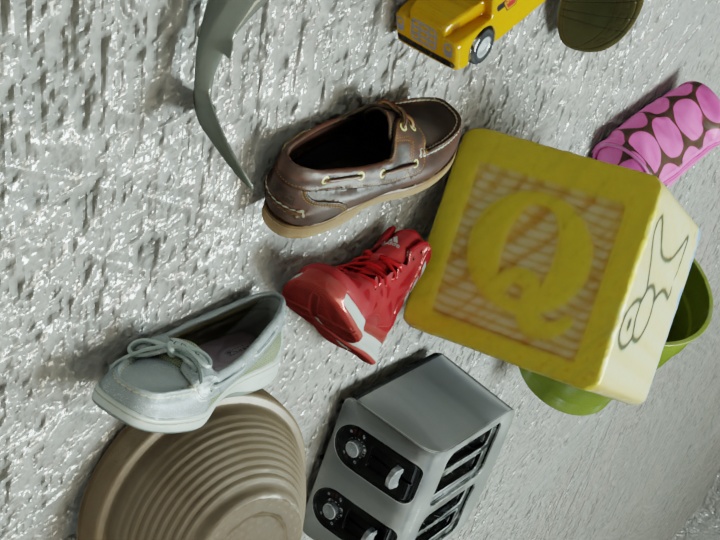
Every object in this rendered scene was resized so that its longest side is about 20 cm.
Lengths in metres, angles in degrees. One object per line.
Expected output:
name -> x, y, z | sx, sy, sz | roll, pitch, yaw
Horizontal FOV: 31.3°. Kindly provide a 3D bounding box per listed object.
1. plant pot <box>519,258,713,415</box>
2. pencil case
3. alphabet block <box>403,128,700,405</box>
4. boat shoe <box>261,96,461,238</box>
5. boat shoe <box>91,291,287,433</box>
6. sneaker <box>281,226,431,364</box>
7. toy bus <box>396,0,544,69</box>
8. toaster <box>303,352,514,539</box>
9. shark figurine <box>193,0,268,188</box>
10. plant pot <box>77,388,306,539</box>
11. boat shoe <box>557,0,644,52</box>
plant pot -> 0.280, 0.065, 1.513 | 0.200, 0.200, 0.194 | -32, 158, -40
pencil case -> 0.348, -0.143, 1.473 | 0.200, 0.093, 0.091 | -37, 149, -36
alphabet block -> 0.183, 0.001, 1.191 | 0.200, 0.195, 0.197 | 24, 84, -64
boat shoe -> 0.011, -0.090, 0.959 | 0.199, 0.070, 0.071 | -33, 151, -39
boat shoe -> -0.116, 0.062, 0.921 | 0.201, 0.074, 0.065 | -16, 129, -59
sneaker -> 0.000, 0.000, 1.069 | 0.116, 0.078, 0.200 | -60, 168, -10
toy bus -> 0.112, -0.236, 0.973 | 0.200, 0.065, 0.079 | -41, 151, -28
toaster -> 0.051, 0.197, 1.321 | 0.199, 0.118, 0.182 | -21, 139, -51
shark figurine -> -0.043, -0.166, 0.760 | 0.215, 0.089, 0.128 | -57, 154, -3
plant pot -> -0.109, 0.193, 0.996 | 0.200, 0.092, 0.203 | -21, 125, -33
boat shoe -> 0.214, -0.273, 1.109 | 0.201, 0.071, 0.067 | 92, 5, -58
